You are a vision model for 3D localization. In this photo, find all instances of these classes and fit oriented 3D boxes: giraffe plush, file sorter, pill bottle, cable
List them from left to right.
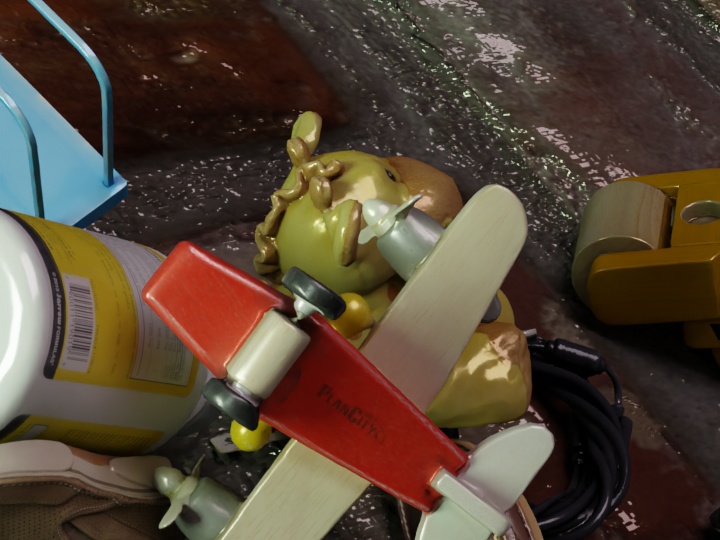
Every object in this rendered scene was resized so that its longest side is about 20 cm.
[{"bbox_3d":[-0.237,-0.057,0.936,0.200,0.123,0.139,-39,72,-23],"label":"file sorter"},{"bbox_3d":[-0.143,0.036,0.916,0.112,0.112,0.200,50,15,24],"label":"pill bottle"},{"bbox_3d":[0.000,0.000,1.048,0.199,0.163,0.172,-25,38,-36],"label":"giraffe plush"},{"bbox_3d":[0.089,0.089,1.144,0.163,0.051,0.200,31,35,-2],"label":"cable"}]

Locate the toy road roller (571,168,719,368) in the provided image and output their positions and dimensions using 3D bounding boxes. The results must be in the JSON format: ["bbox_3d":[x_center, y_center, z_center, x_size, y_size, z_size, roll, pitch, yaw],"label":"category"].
[{"bbox_3d":[0.257,0.015,1.333,0.199,0.147,0.123,-2,32,16],"label":"toy road roller"}]

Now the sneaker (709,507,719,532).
[{"bbox_3d":[0.307,0.154,1.227,0.199,0.076,0.077,-21,71,-41],"label":"sneaker"}]

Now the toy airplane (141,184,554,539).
[{"bbox_3d":[-0.008,0.064,0.908,0.199,0.200,0.141,-12,20,-23],"label":"toy airplane"}]

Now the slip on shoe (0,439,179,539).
[{"bbox_3d":[-0.152,0.120,0.876,0.200,0.076,0.061,17,57,-62],"label":"slip on shoe"}]

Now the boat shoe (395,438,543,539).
[{"bbox_3d":[0.066,0.173,1.005,0.070,0.071,0.200,3,44,-41],"label":"boat shoe"}]
